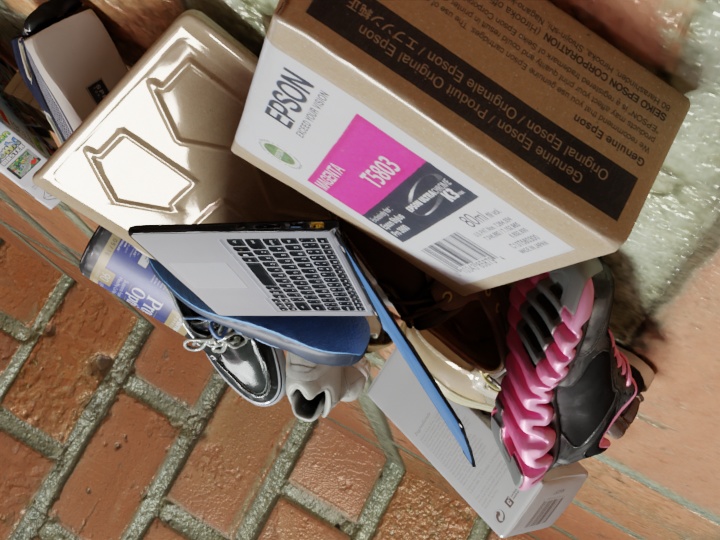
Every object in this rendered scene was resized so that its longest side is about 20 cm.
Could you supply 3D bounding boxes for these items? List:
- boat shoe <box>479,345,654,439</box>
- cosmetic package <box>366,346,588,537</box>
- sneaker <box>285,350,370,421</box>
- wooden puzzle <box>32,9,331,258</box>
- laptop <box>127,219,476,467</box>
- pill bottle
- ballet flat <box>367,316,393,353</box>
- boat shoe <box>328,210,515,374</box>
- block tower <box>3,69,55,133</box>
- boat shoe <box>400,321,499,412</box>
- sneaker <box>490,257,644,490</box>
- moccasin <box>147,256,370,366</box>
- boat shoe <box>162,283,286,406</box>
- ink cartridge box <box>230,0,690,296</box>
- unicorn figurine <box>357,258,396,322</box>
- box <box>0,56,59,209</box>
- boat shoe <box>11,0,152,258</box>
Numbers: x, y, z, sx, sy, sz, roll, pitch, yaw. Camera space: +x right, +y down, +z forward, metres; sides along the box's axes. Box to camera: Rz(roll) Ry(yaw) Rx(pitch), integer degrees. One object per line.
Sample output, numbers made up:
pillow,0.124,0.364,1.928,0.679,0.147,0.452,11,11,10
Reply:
boat shoe,0.130,0.069,0.773,0.198,0.060,0.072,22,165,31
cosmetic package,0.109,0.153,0.926,0.200,0.075,0.101,44,-160,32
sneaker,-0.043,0.114,0.994,0.074,0.094,0.200,11,161,16
wooden puzzle,-0.094,-0.069,0.658,0.184,0.047,0.199,35,131,-29
laptop,-0.027,0.054,0.617,0.195,0.118,0.188,0,162,9
pill bottle,-0.187,0.004,1.037,0.198,0.113,0.112,32,167,-9
ballet flat,-0.035,0.031,0.988,0.199,0.069,0.072,37,158,-34
boat shoe,0.050,0.003,0.645,0.071,0.069,0.199,-17,140,34
block tower,-0.197,-0.121,0.807,0.198,0.058,0.054,28,167,20
boat shoe,0.126,0.090,0.870,0.198,0.073,0.065,32,127,-6
sneaker,0.146,0.062,0.644,0.093,0.080,0.202,-7,135,-10
moccasin,-0.087,0.031,0.787,0.198,0.081,0.068,30,160,14
boat shoe,-0.137,0.051,0.951,0.202,0.072,0.068,65,-166,-10
ink cartridge box,0.029,-0.067,0.462,0.163,0.076,0.200,31,168,-6
unicorn figurine,0.000,0.000,0.810,0.137,0.074,0.202,29,155,46
box,-0.323,-0.147,0.854,0.201,0.035,0.110,52,-177,39
boat shoe,-0.191,-0.105,0.734,0.092,0.074,0.203,18,135,58
